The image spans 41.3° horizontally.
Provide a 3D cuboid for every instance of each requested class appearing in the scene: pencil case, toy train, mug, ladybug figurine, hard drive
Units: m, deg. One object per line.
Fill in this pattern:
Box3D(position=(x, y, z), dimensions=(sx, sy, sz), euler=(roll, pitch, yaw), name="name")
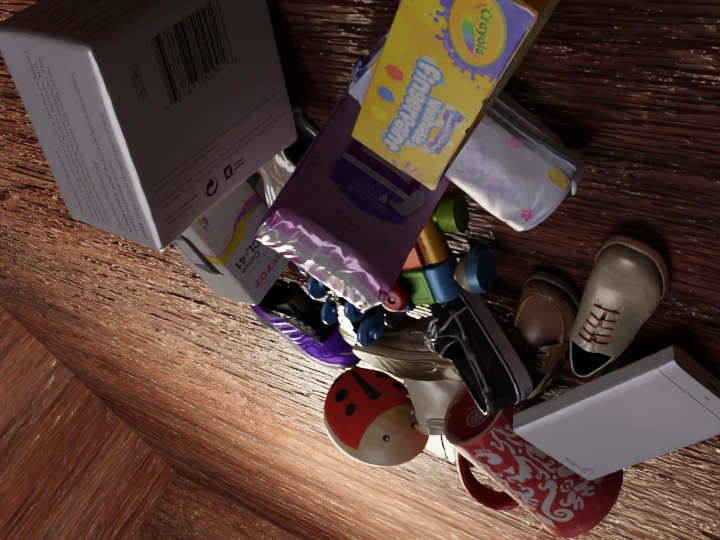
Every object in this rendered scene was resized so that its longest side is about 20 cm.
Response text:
Box3D(position=(0.087, -0.121, 0.773), dimensions=(0.200, 0.083, 0.091), euler=(40, 135, -9), name="pencil case")
Box3D(position=(0.000, 0.000, 1.077), dimensions=(0.086, 0.114, 0.201), euler=(30, 157, 31), name="toy train")
Box3D(position=(0.192, 0.232, 1.166), dimensions=(0.200, 0.178, 0.134), euler=(39, -168, -23), name="mug")
Box3D(position=(0.016, 0.194, 1.331), dimensions=(0.200, 0.135, 0.072), euler=(34, 143, 52), name="ladybug figurine")
Box3D(position=(0.057, -0.056, 0.961), dimensions=(0.115, 0.085, 0.201), euler=(-6, 118, 34), name="toy train")
Box3D(position=(0.275, 0.152, 0.982), dimensions=(0.132, 0.027, 0.200), euler=(34, 134, -26), name="hard drive")

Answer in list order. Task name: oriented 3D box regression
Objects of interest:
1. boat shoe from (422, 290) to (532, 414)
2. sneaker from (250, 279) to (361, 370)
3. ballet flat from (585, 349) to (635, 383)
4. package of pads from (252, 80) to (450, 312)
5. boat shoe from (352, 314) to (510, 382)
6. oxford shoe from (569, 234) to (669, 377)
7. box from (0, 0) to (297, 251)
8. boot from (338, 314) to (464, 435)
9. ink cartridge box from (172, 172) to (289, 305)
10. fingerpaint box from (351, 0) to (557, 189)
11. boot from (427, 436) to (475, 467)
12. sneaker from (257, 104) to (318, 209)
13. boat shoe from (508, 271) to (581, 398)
Box3D(position=(0.104, 0.068, 1.033), dimensions=(0.200, 0.068, 0.074), euler=(59, 162, 24), name="boat shoe")
Box3D(position=(-0.081, 0.070, 1.377), dimensions=(0.199, 0.070, 0.100), euler=(28, 153, 15), name="sneaker")
Box3D(position=(0.285, 0.158, 1.058), dimensions=(0.075, 0.064, 0.200), euler=(13, 149, 39), name="ballet flat")
Box3D(position=(0.008, -0.076, 0.817), dimensions=(0.120, 0.201, 0.076), euler=(35, 152, -10), name="package of pads")
Box3D(position=(0.084, 0.090, 1.125), dimensions=(0.199, 0.065, 0.071), euler=(3, 155, 31), name="boat shoe")
Box3D(position=(0.235, 0.040, 0.888), dimensions=(0.070, 0.074, 0.200), euler=(26, 155, 20), name="oxford shoe")
Box3D(position=(-0.181, -0.163, 0.855), dimensions=(0.130, 0.199, 0.201), euler=(19, 137, 33), name="box")
Box3D(position=(0.065, 0.134, 1.248), dimensions=(0.199, 0.072, 0.156), euler=(10, 127, 38), name="boot")
Box3D(position=(-0.153, -0.081, 1.088), dimensions=(0.085, 0.148, 0.200), euler=(13, 150, 43), name="ink cartridge box")
Box3D(position=(0.081, -0.169, 0.583), dimensions=(0.073, 0.167, 0.200), euler=(33, 157, 2), name="fingerpaint box")
Box3D(position=(0.156, 0.237, 1.370), dimensions=(0.165, 0.066, 0.201), euler=(37, 154, 29), name="boot")
Box3D(position=(-0.060, -0.100, 1.027), dimensions=(0.091, 0.076, 0.200), euler=(8, 146, 39), name="sneaker")
Box3D(position=(0.194, 0.078, 1.023), dimensions=(0.072, 0.068, 0.201), euler=(24, 154, 23), name="boat shoe")
